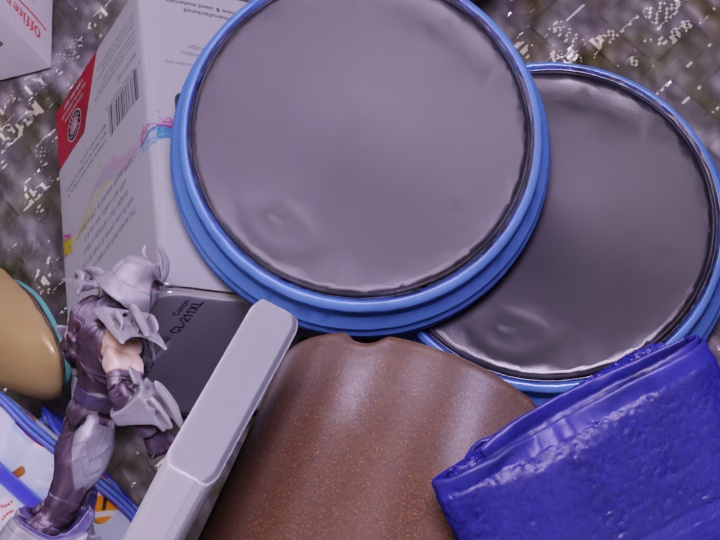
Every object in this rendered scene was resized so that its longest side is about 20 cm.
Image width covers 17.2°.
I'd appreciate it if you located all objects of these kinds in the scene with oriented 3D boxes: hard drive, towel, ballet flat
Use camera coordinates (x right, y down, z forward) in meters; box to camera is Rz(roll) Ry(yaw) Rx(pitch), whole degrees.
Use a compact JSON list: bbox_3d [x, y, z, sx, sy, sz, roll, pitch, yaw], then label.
[{"bbox_3d":[-0.095,0.122,1.150,0.027,0.200,0.132,28,38,-1],"label":"hard drive"},{"bbox_3d":[0.136,0.146,1.133,0.148,0.050,0.200,-27,100,-3],"label":"towel"},{"bbox_3d":[-0.230,0.026,1.403,0.063,0.069,0.200,-12,28,-23],"label":"ballet flat"}]

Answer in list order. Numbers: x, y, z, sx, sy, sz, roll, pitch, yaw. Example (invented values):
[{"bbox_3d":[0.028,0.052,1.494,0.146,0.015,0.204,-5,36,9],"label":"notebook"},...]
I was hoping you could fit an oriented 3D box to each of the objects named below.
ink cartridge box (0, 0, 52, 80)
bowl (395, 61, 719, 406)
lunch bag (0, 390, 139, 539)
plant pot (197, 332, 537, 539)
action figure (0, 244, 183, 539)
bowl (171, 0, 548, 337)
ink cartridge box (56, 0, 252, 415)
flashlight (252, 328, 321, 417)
[{"bbox_3d":[-0.249,-0.198,1.519,0.067,0.116,0.200,-12,62,19],"label":"ink cartridge box"},{"bbox_3d":[0.101,-0.020,1.277,0.201,0.039,0.201,-2,69,4],"label":"bowl"},{"bbox_3d":[-0.203,0.159,1.344,0.200,0.076,0.160,37,82,33],"label":"lunch bag"},{"bbox_3d":[0.003,0.152,1.192,0.200,0.200,0.198,5,60,27],"label":"plant pot"},{"bbox_3d":[-0.136,0.079,1.222,0.130,0.069,0.200,-132,61,-73],"label":"action figure"},{"bbox_3d":[0.000,-0.066,1.249,0.201,0.039,0.201,0,74,-1],"label":"bowl"},{"bbox_3d":[-0.108,-0.037,1.352,0.146,0.083,0.200,-47,43,50],"label":"ink cartridge box"},{"bbox_3d":[0.000,0.000,1.340,0.068,0.068,0.200,22,78,-3],"label":"flashlight"}]
